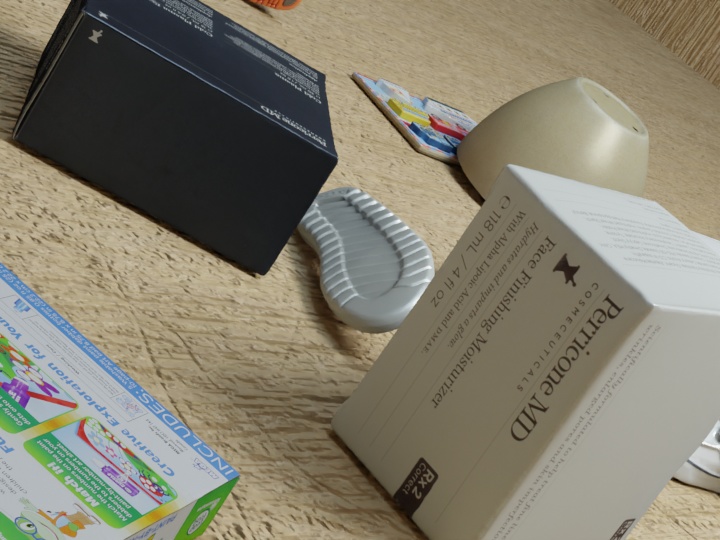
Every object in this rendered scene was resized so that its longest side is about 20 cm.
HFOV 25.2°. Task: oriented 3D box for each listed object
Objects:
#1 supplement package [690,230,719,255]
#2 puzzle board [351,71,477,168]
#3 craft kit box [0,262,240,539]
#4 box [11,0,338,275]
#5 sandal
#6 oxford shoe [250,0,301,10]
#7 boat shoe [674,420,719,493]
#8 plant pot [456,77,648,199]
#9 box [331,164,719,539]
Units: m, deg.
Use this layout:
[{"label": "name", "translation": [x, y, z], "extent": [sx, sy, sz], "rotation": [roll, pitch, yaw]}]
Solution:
[{"label": "supplement package", "translation": [0.316, 0.047, 1.478], "extent": [0.199, 0.111, 0.156], "rotation": [14, 27, -45]}, {"label": "puzzle board", "translation": [0.096, -0.149, 1.730], "extent": [0.199, 0.017, 0.151], "rotation": [17, 26, -43]}, {"label": "craft kit box", "translation": [-0.176, 0.066, 0.712], "extent": [0.200, 0.049, 0.197], "rotation": [39, 17, 13]}, {"label": "box", "translation": [-0.128, -0.117, 1.138], "extent": [0.199, 0.105, 0.182], "rotation": [29, 19, -15]}, {"label": "sandal", "translation": [0.007, -0.002, 1.165], "extent": [0.203, 0.082, 0.050], "rotation": [-115, -173, -59]}, {"label": "oxford shoe", "translation": [-0.138, -0.350, 1.740], "extent": [0.199, 0.072, 0.073], "rotation": [36, 14, 5]}, {"label": "boat shoe", "translation": [0.294, 0.139, 1.290], "extent": [0.199, 0.066, 0.074], "rotation": [23, 22, -30]}, {"label": "plant pot", "translation": [0.217, -0.116, 1.641], "extent": [0.199, 0.135, 0.201], "rotation": [33, 23, -16]}, {"label": "box", "translation": [0.125, 0.062, 0.980], "extent": [0.131, 0.200, 0.199], "rotation": [45, 21, 31]}]
